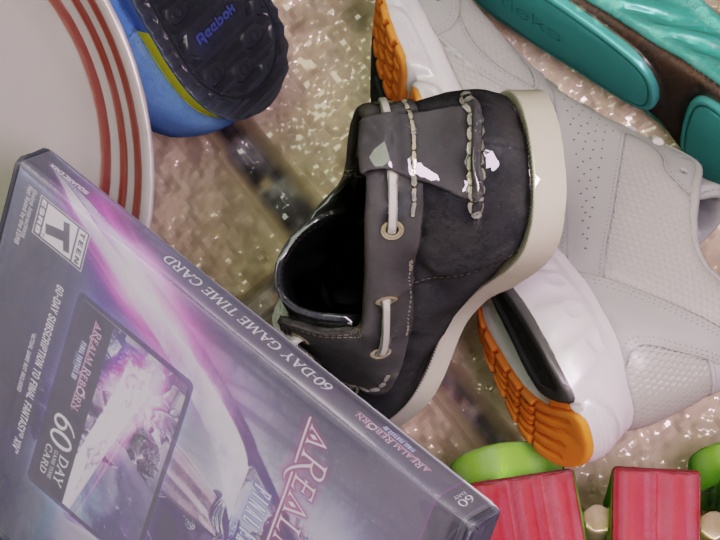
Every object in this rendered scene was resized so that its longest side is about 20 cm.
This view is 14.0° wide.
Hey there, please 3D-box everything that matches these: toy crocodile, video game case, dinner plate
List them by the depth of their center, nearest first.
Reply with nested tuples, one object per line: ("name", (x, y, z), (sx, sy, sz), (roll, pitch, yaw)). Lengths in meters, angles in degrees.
("toy crocodile", (0.088, 0.086, 0.941), (0.199, 0.062, 0.068), (-3, 65, 0))
("video game case", (-0.053, 0.072, 0.943), (0.200, 0.019, 0.143), (38, 129, 25))
("dinner plate", (-0.150, -0.049, 1.007), (0.199, 0.024, 0.201), (9, 109, 26))

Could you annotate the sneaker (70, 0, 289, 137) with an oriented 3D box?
("sneaker", (-0.100, -0.132, 0.991), (0.066, 0.078, 0.201), (-41, 114, -34))

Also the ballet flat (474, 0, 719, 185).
("ballet flat", (0.122, -0.069, 0.981), (0.200, 0.067, 0.070), (43, 75, 14))

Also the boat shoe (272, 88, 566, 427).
("boat shoe", (0.000, 0.000, 0.923), (0.067, 0.200, 0.072), (-5, 68, -21))

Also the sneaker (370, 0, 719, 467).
("sneaker", (0.068, -0.028, 0.971), (0.092, 0.076, 0.200), (-17, 58, -14))
